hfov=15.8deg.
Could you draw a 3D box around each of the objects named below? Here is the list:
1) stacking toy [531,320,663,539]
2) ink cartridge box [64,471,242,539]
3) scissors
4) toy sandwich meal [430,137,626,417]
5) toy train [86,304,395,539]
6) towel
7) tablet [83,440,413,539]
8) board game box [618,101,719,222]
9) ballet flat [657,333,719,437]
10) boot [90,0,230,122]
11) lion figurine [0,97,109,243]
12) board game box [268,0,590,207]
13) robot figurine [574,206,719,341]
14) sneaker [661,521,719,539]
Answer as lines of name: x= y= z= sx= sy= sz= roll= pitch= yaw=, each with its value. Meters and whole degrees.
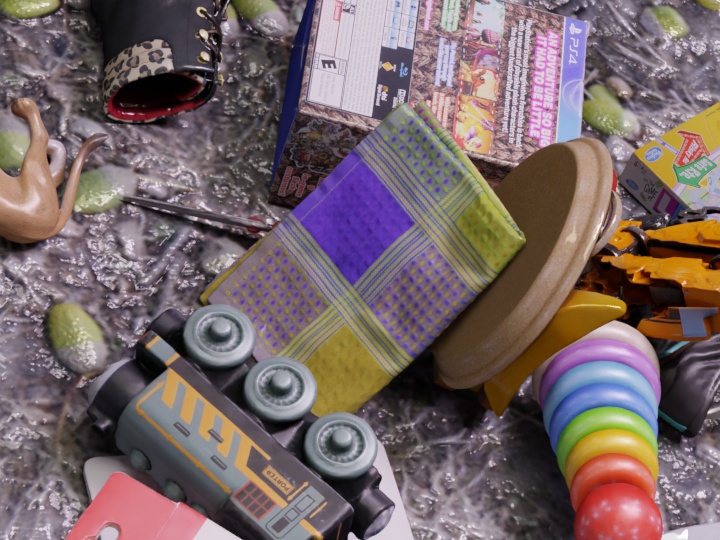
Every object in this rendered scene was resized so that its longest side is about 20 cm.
stacking toy: x=0.156 y=0.115 z=1.637 sx=0.085 sy=0.085 sz=0.200 roll=13 pitch=29 yaw=-8
ink cartridge box: x=-0.091 y=0.219 z=1.508 sx=0.200 sy=0.067 sz=0.116 roll=32 pitch=52 yaw=3
scissors: x=-0.059 y=-0.026 z=1.763 sx=0.200 sy=0.073 sz=0.014 roll=8 pitch=84 yaw=16
toy sandwich meal: x=0.115 y=0.008 z=1.678 sx=0.070 sy=0.205 sz=0.205 roll=31 pitch=46 yaw=-18
toy train: x=-0.075 y=0.108 z=1.593 sx=0.200 sy=0.085 sz=0.114 roll=41 pitch=60 yaw=16
towel: x=0.000 y=0.000 z=1.678 sx=0.144 sy=0.200 sz=0.023 roll=54 pitch=13 yaw=28
tablet: x=-0.065 y=0.163 z=1.611 sx=0.200 sy=0.014 sz=0.130 roll=-3 pitch=53 yaw=-20
board game box: x=0.306 y=-0.071 z=1.912 sx=0.200 sy=0.034 sz=0.134 roll=-30 pitch=66 yaw=-35
ballet flat: x=0.272 y=0.053 z=1.784 sx=0.200 sy=0.068 sz=0.068 roll=-34 pitch=77 yaw=-25
boot: x=-0.097 y=-0.191 z=1.819 sx=0.204 sy=0.073 sz=0.154 roll=-15 pitch=55 yaw=10
lion figurine: x=-0.256 y=-0.053 z=1.690 sx=0.200 sy=0.072 sz=0.123 roll=4 pitch=58 yaw=-21
board game box: x=0.050 y=-0.113 z=1.820 sx=0.200 sy=0.097 sz=0.159 roll=14 pitch=49 yaw=-7
robot figurine: x=0.214 y=0.006 z=1.748 sx=0.145 sy=0.058 sz=0.200 roll=-30 pitch=23 yaw=-34
sneaker: x=0.227 y=0.198 z=1.642 sx=0.200 sy=0.073 sz=0.071 roll=-8 pitch=77 yaw=-12
